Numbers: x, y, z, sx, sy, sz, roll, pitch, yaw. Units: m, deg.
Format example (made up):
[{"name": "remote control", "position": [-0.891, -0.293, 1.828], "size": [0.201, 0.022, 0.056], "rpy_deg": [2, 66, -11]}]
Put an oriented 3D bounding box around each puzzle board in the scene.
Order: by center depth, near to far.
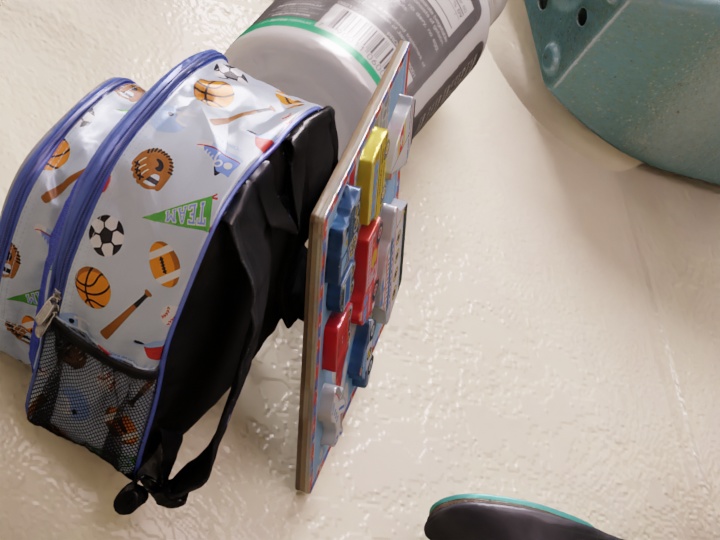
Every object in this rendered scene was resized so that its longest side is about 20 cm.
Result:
[{"name": "puzzle board", "position": [0.000, 0.000, 1.541], "size": [0.017, 0.201, 0.151], "rpy_deg": [15, 44, 11]}]

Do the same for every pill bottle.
[{"name": "pill bottle", "position": [0.006, -0.133, 1.686], "size": [0.113, 0.113, 0.200], "rpy_deg": [45, 43, -4]}]

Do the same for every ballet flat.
[{"name": "ballet flat", "position": [0.123, 0.174, 1.602], "size": [0.199, 0.073, 0.073], "rpy_deg": [18, 51, -33]}]

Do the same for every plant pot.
[{"name": "plant pot", "position": [0.214, -0.180, 1.843], "size": [0.199, 0.196, 0.197], "rpy_deg": [3, 59, -27]}]

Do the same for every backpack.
[{"name": "backpack", "position": [-0.094, -0.016, 1.466], "size": [0.154, 0.191, 0.200], "rpy_deg": [29, 43, 3]}]
